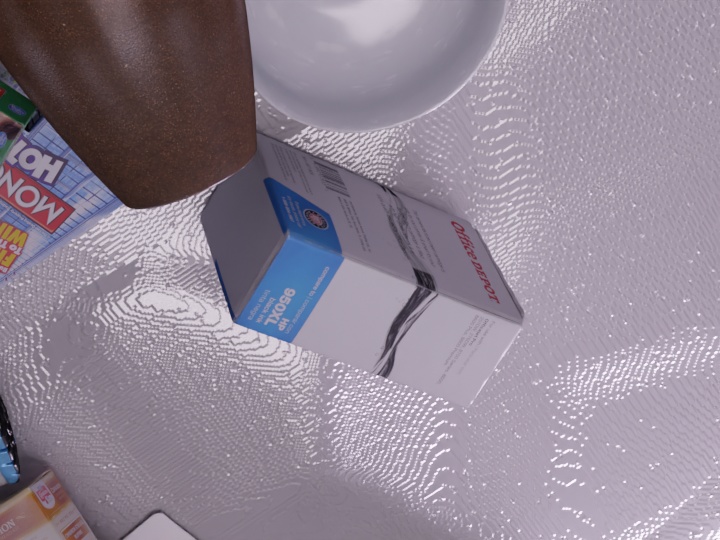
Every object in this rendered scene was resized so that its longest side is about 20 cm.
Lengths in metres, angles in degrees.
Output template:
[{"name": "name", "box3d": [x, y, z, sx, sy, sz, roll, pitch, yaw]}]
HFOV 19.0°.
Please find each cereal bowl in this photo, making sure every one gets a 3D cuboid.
[{"name": "cereal bowl", "box3d": [-0.003, -0.199, 1.447, 0.199, 0.083, 0.201, -7, 123, -12]}]

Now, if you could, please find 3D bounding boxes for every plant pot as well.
[{"name": "plant pot", "box3d": [-0.145, -0.147, 1.347, 0.186, 0.187, 0.201, -22, 109, -2]}]

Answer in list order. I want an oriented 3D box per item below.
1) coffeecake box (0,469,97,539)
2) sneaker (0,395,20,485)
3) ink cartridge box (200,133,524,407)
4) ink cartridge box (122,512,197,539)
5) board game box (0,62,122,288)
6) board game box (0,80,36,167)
[{"name": "coffeecake box", "box3d": [-0.247, 0.277, 1.615, 0.153, 0.073, 0.201, -32, 92, 8]}, {"name": "sneaker", "box3d": [-0.303, 0.099, 1.529, 0.086, 0.075, 0.200, -23, 144, -2]}, {"name": "ink cartridge box", "box3d": [0.000, 0.000, 1.532, 0.199, 0.145, 0.084, 21, 114, -26]}, {"name": "ink cartridge box", "box3d": [-0.191, 0.298, 1.705, 0.200, 0.068, 0.115, -41, 123, 10]}, {"name": "board game box", "box3d": [-0.248, -0.080, 1.462, 0.200, 0.062, 0.200, 36, 105, -31]}, {"name": "board game box", "box3d": [-0.312, -0.071, 1.407, 0.134, 0.029, 0.200, 34, 126, -7]}]
